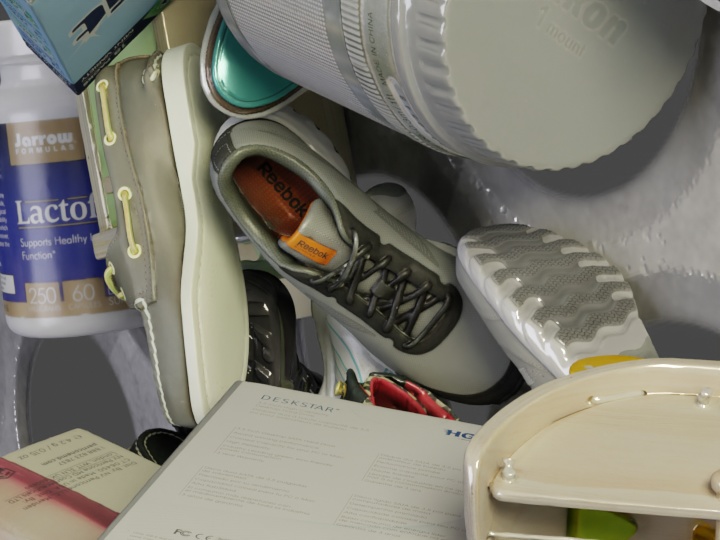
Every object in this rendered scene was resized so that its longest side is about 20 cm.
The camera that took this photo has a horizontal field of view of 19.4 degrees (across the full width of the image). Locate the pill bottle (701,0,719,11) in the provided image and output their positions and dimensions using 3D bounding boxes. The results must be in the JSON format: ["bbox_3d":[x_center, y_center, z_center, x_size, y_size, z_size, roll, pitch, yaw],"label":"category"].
[{"bbox_3d":[0.178,-0.151,0.759,0.200,0.112,0.113,0,99,57],"label":"pill bottle"}]

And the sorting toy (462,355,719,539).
[{"bbox_3d":[0.147,0.136,0.862,0.107,0.199,0.181,-66,-23,-63],"label":"sorting toy"}]

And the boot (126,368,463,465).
[{"bbox_3d":[-0.030,0.106,1.089,0.203,0.073,0.154,39,118,29],"label":"boot"}]

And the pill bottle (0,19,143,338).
[{"bbox_3d":[-0.181,-0.064,1.347,0.116,0.115,0.201,4,102,57],"label":"pill bottle"}]

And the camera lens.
[{"bbox_3d":[0.037,-0.140,0.939,0.200,0.160,0.161,30,123,50],"label":"camera lens"}]

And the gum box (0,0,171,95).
[{"bbox_3d":[-0.104,-0.178,1.027,0.045,0.170,0.200,43,174,4],"label":"gum box"}]

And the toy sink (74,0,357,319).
[{"bbox_3d":[-0.086,-0.064,1.200,0.130,0.112,0.201,-12,89,58],"label":"toy sink"}]

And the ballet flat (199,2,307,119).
[{"bbox_3d":[-0.023,-0.165,1.066,0.069,0.069,0.201,19,81,54],"label":"ballet flat"}]

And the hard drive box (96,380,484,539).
[{"bbox_3d":[-0.014,0.128,0.920,0.155,0.200,0.077,10,110,12],"label":"hard drive box"}]

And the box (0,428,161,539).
[{"bbox_3d":[-0.113,0.181,1.052,0.200,0.109,0.128,20,115,35],"label":"box"}]

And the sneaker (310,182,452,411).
[{"bbox_3d":[0.015,0.051,1.129,0.080,0.070,0.201,19,113,29],"label":"sneaker"}]

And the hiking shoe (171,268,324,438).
[{"bbox_3d":[-0.059,0.070,1.195,0.076,0.101,0.201,22,130,19],"label":"hiking shoe"}]

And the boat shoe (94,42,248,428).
[{"bbox_3d":[-0.100,-0.014,1.087,0.060,0.072,0.203,-8,81,17],"label":"boat shoe"}]

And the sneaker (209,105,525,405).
[{"bbox_3d":[0.000,0.000,1.047,0.200,0.079,0.074,40,104,-2],"label":"sneaker"}]

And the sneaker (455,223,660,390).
[{"bbox_3d":[0.100,0.058,0.974,0.200,0.075,0.082,54,138,34],"label":"sneaker"}]
